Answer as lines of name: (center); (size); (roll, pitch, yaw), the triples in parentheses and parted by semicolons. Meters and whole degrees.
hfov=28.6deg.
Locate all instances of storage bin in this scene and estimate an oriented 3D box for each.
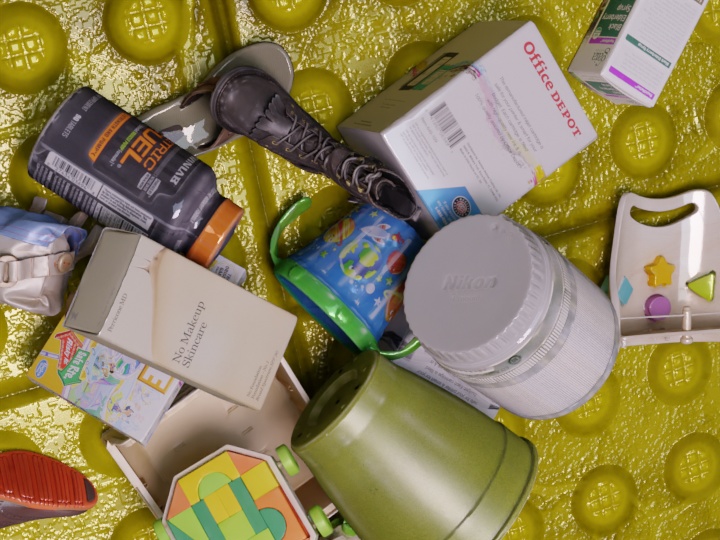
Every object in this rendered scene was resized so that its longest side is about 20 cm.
storage bin: (-0.135, 0.198, 1.482); (0.198, 0.094, 0.201); (-35, 109, -11)

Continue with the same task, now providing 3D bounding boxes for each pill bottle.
pill bottle: (-0.212, -0.083, 1.370); (0.199, 0.106, 0.107); (33, 87, -2)

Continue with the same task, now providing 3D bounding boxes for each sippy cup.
sippy cup: (0.000, 0.000, 1.474); (0.130, 0.140, 0.178); (-47, 112, -9)

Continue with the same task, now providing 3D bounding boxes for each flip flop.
flip flop: (-0.153, -0.162, 1.434); (0.199, 0.058, 0.081); (-30, 103, -10)

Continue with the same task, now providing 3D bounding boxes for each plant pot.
plant pot: (0.039, 0.187, 1.414); (0.193, 0.200, 0.201); (42, 84, -12)

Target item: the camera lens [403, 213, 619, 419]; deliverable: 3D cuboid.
camera lens: (0.154, 0.050, 1.408); (0.200, 0.160, 0.160); (34, 86, -48)

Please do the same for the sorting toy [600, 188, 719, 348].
sorting toy: (0.354, -0.002, 1.628); (0.199, 0.107, 0.181); (-3, 92, -19)

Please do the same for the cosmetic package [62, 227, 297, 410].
cosmetic package: (-0.166, 0.048, 1.331); (0.200, 0.073, 0.104); (29, 78, -39)

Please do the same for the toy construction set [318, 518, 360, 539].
toy construction set: (-0.040, 0.324, 1.506); (0.130, 0.200, 0.092); (-7, 57, -20)

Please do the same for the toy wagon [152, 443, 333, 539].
toy wagon: (-0.105, 0.273, 1.392); (0.155, 0.040, 0.201); (-31, 80, 0)

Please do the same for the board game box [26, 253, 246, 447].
board game box: (-0.221, 0.054, 1.409); (0.134, 0.034, 0.201); (28, 75, 5)

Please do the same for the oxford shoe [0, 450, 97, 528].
oxford shoe: (-0.367, 0.230, 1.430); (0.199, 0.071, 0.073); (10, 124, -24)

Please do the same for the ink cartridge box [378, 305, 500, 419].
ink cartridge box: (0.092, 0.094, 1.551); (0.146, 0.084, 0.201); (30, 88, -22)

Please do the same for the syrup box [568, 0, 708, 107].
syrup box: (0.321, -0.287, 1.573); (0.081, 0.079, 0.201); (29, 89, -22)

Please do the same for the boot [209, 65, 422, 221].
boot: (-0.038, -0.121, 1.390); (0.200, 0.174, 0.069); (27, 95, -51)

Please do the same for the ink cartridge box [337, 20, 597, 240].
ink cartridge box: (0.111, -0.147, 1.485); (0.200, 0.146, 0.147); (-37, 109, -11)

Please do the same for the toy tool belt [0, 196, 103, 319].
toy tool belt: (-0.313, -0.024, 1.352); (0.199, 0.125, 0.124); (15, 86, 13)
